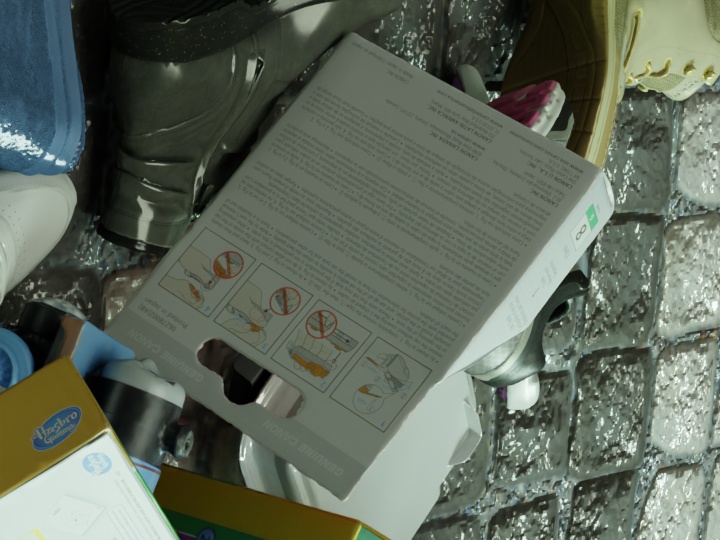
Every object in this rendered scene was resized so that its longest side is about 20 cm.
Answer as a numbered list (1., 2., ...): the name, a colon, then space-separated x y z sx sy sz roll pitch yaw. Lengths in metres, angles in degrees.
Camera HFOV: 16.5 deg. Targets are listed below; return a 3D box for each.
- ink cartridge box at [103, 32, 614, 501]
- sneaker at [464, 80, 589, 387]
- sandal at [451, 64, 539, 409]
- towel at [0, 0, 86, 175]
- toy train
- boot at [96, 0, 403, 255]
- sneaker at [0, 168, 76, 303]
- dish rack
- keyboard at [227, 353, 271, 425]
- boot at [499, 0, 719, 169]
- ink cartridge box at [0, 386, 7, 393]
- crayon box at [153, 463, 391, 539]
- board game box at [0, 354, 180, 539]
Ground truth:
1. ink cartridge box: 0.000 0.000 1.183 0.200 0.161 0.050 -53 152 -11
2. sneaker: 0.078 -0.016 1.281 0.087 0.074 0.200 50 37 -26
3. sandal: 0.065 -0.013 1.392 0.050 0.082 0.203 -12 105 -3
4. towel: -0.194 -0.113 1.037 0.200 0.048 0.112 29 46 -52
5. toy train: -0.148 0.114 1.111 0.087 0.114 0.200 50 60 -71
6. boot: -0.058 -0.087 1.236 0.200 0.068 0.131 -22 127 -44
7. sneaker: -0.186 0.023 1.063 0.200 0.099 0.075 -38 145 -35
8. dish rack: 0.011 0.085 1.323 0.172 0.043 0.200 -55 152 -27
9. keyboard: -0.007 -0.016 1.283 0.200 0.021 0.127 -56 172 -26
10. boot: 0.153 -0.116 1.453 0.155 0.073 0.201 23 69 -51
11. ink cartridge box: -0.226 0.111 0.984 0.200 0.044 0.174 -40 150 8
12. crayon box: -0.086 0.200 1.173 0.058 0.172 0.200 37 71 -48
13. board game box: -0.173 0.132 0.983 0.200 0.040 0.153 -31 149 -7
